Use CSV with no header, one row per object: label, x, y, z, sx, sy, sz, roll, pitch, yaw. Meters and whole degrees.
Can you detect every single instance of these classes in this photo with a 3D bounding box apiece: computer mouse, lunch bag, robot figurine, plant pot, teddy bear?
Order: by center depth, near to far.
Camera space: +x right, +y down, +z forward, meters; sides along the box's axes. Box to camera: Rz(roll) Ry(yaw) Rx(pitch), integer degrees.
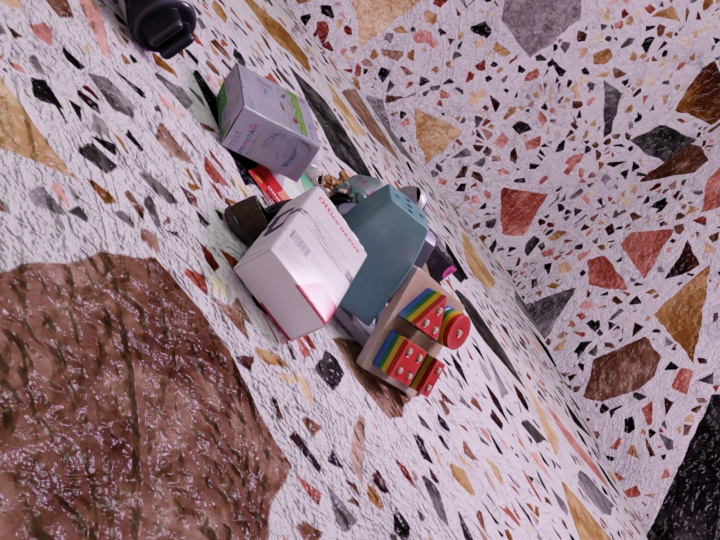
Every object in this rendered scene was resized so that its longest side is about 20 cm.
plant pot,0.022,-0.043,1.453,0.141,0.200,0.142,36,18,-15
robot figurine,-0.370,-0.476,1.471,0.123,0.151,0.202,-13,61,-28
computer mouse,-0.088,-0.112,1.501,0.199,0.139,0.047,-14,84,-66
lunch bag,0.019,-0.107,1.772,0.160,0.076,0.202,27,-39,61
teddy bear,-0.048,-0.153,1.913,0.144,0.066,0.202,36,30,-38

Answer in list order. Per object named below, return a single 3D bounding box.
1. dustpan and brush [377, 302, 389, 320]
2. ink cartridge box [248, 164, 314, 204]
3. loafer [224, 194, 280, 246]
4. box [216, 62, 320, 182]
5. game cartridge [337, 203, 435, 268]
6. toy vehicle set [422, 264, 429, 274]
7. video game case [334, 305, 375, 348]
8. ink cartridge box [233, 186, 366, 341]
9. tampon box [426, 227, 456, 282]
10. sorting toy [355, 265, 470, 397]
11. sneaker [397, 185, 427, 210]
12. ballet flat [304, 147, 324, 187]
dustpan and brush,0.080,0.135,1.636,0.140,0.057,0.202,53,29,-32
ink cartridge box,-0.139,-0.162,1.647,0.162,0.050,0.200,53,12,-6
loafer,-0.139,-0.057,1.357,0.200,0.071,0.074,37,22,-50
box,-0.184,-0.295,1.611,0.175,0.097,0.201,23,29,-28
game cartridge,0.036,-0.057,1.559,0.197,0.134,0.041,18,50,-10
toy vehicle set,0.113,-0.039,1.769,0.124,0.026,0.203,-136,-154,-87
video game case,-0.040,0.040,1.558,0.201,0.022,0.183,50,15,-15
ink cartridge box,-0.087,-0.015,1.265,0.146,0.084,0.201,54,34,-17
tampon box,0.109,-0.040,1.959,0.200,0.149,0.127,36,22,-49
sorting toy,0.113,0.124,1.482,0.069,0.201,0.200,27,-5,39
sneaker,0.103,-0.083,1.625,0.145,0.199,0.082,23,51,-31
ballet flat,-0.105,-0.221,1.789,0.070,0.069,0.200,56,-5,10
